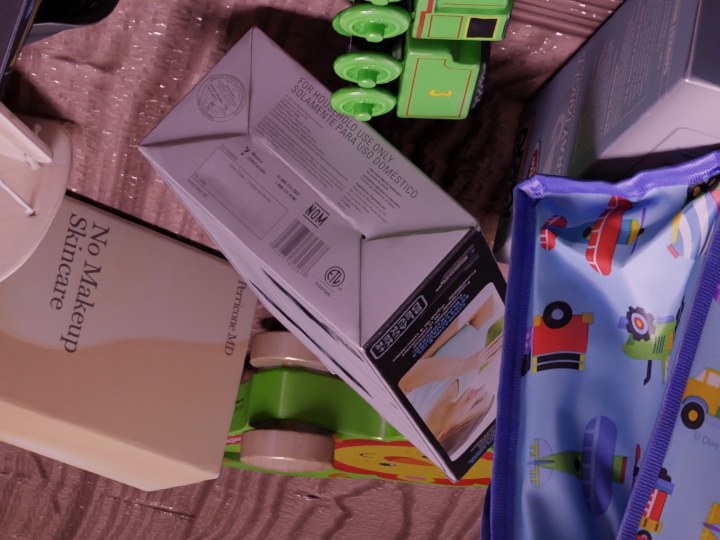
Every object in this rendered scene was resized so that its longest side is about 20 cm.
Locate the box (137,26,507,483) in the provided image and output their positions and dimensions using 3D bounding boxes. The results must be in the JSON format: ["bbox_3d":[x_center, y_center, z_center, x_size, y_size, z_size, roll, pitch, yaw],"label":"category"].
[{"bbox_3d":[0.000,0.000,0.943,0.117,0.060,0.200,42,174,21],"label":"box"}]

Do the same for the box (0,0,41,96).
[{"bbox_3d":[-0.162,-0.136,0.645,0.197,0.050,0.200,23,152,-6],"label":"box"}]

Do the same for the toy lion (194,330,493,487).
[{"bbox_3d":[-0.003,0.086,1.325,0.191,0.069,0.199,14,165,-34],"label":"toy lion"}]

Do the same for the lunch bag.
[{"bbox_3d":[0.112,0.086,0.788,0.094,0.202,0.150,-7,155,44],"label":"lunch bag"}]

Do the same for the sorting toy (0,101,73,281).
[{"bbox_3d":[-0.207,-0.013,0.933,0.106,0.181,0.200,5,161,20],"label":"sorting toy"}]

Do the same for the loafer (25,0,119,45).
[{"bbox_3d":[-0.110,-0.095,0.796,0.070,0.069,0.201,23,157,-9],"label":"loafer"}]

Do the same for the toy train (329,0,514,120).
[{"bbox_3d":[0.021,-0.092,0.770,0.056,0.042,0.200,3,163,-3],"label":"toy train"}]

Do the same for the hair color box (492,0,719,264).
[{"bbox_3d":[0.120,-0.043,0.821,0.098,0.061,0.200,15,162,-10],"label":"hair color box"}]

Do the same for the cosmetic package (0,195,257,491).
[{"bbox_3d":[-0.151,0.020,1.131,0.199,0.106,0.071,21,161,-31],"label":"cosmetic package"}]
